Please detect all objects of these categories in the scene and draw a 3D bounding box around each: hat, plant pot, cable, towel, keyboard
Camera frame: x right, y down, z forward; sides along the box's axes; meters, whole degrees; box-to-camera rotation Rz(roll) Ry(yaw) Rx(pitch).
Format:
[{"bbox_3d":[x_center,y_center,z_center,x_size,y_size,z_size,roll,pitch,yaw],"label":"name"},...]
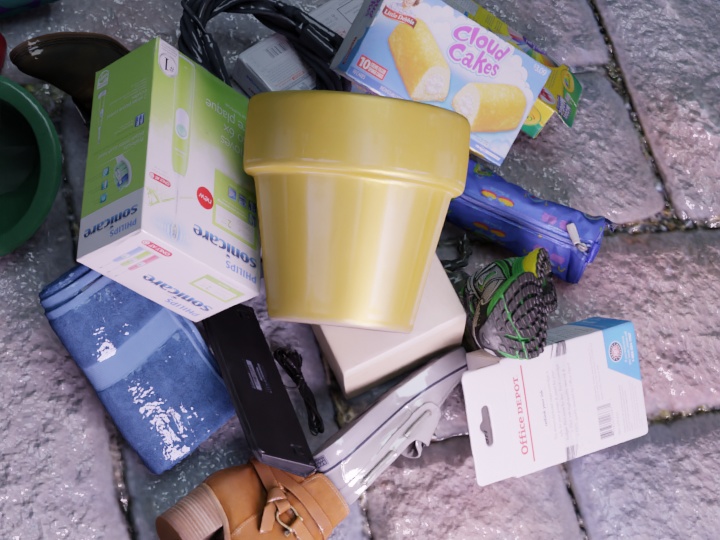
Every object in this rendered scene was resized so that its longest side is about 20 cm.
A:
[{"bbox_3d":[-0.351,-0.115,1.408,0.164,0.176,0.202,26,96,0],"label":"hat"},{"bbox_3d":[-0.010,-0.046,1.249,0.198,0.201,0.191,7,88,-14],"label":"plant pot"},{"bbox_3d":[-0.108,-0.214,1.481,0.199,0.051,0.164,33,63,-2],"label":"cable"},{"bbox_3d":[-0.195,0.075,1.280,0.111,0.048,0.201,-40,108,-30],"label":"towel"},{"bbox_3d":[-0.085,0.107,1.322,0.126,0.021,0.201,22,33,-43],"label":"keyboard"}]

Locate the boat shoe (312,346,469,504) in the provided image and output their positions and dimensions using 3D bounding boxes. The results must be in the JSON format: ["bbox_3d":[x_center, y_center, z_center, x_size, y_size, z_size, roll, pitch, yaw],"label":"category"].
[{"bbox_3d":[0.041,0.146,1.358,0.199,0.072,0.066,-36,91,-36],"label":"boat shoe"}]

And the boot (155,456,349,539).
[{"bbox_3d":[-0.067,0.254,1.259,0.154,0.074,0.201,-27,75,-33],"label":"boot"}]

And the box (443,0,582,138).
[{"bbox_3d":[0.155,-0.228,1.592,0.199,0.049,0.118,33,36,-4],"label":"box"}]

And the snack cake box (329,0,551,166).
[{"bbox_3d":[0.082,-0.208,1.473,0.199,0.067,0.116,28,94,-21],"label":"snack cake box"}]

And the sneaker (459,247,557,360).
[{"bbox_3d":[0.134,0.039,1.362,0.200,0.084,0.079,-42,118,-70],"label":"sneaker"}]

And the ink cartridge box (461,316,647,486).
[{"bbox_3d":[0.174,0.124,1.384,0.198,0.067,0.117,-13,100,-24],"label":"ink cartridge box"}]

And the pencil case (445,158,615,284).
[{"bbox_3d":[0.163,-0.056,1.504,0.198,0.087,0.079,25,90,-2],"label":"pencil case"}]

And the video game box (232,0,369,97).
[{"bbox_3d":[-0.007,-0.202,1.554,0.199,0.047,0.182,-36,74,-30],"label":"video game box"}]

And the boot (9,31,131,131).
[{"bbox_3d":[-0.252,-0.171,1.407,0.199,0.074,0.098,3,65,-51],"label":"boot"}]

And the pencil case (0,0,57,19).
[{"bbox_3d":[-0.401,-0.297,1.456,0.198,0.085,0.093,-22,85,-28],"label":"pencil case"}]

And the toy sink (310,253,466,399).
[{"bbox_3d":[0.000,0.000,1.384,0.129,0.112,0.201,-25,73,-7],"label":"toy sink"}]

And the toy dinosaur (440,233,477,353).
[{"bbox_3d":[0.094,0.010,1.470,0.088,0.048,0.201,-28,77,-26],"label":"toy dinosaur"}]

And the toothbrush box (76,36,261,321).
[{"bbox_3d":[-0.163,-0.079,1.270,0.145,0.085,0.202,32,48,-42],"label":"toothbrush box"}]
